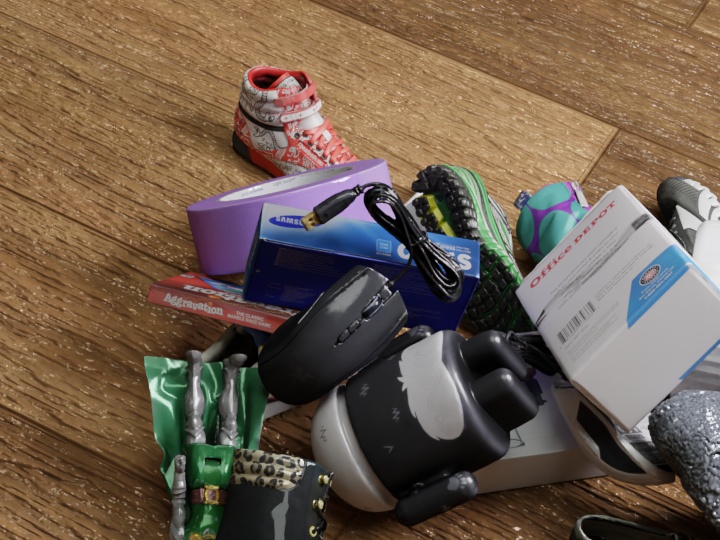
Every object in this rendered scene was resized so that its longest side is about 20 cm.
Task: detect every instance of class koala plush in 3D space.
[{"bbox_3d":[0.368,0.138,1.570,0.199,0.184,0.178,-38,20,8],"label":"koala plush"}]

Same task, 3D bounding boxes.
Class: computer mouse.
[{"bbox_3d":[-0.020,0.020,1.569,0.199,0.141,0.046,-35,12,3],"label":"computer mouse"},{"bbox_3d":[0.198,0.131,1.644,0.200,0.044,0.109,46,17,25],"label":"computer mouse"}]

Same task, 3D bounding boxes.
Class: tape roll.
[{"bbox_3d":[-0.064,-0.053,1.768,0.198,0.066,0.200,-14,7,2],"label":"tape roll"}]

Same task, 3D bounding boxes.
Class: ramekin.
[{"bbox_3d":[0.354,0.048,1.743,0.097,0.202,0.201,9,41,11],"label":"ramekin"}]

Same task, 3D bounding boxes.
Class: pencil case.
[{"bbox_3d":[0.237,-0.013,1.837,0.084,0.093,0.200,8,26,-38],"label":"pencil case"}]

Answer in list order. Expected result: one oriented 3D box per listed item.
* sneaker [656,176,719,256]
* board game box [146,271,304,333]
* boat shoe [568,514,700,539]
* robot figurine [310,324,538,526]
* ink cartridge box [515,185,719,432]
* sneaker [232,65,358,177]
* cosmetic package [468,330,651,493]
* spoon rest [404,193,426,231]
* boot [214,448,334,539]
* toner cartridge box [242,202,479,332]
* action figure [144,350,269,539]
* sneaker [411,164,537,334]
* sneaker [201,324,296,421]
[{"bbox_3d":[0.343,-0.026,1.914,0.089,0.067,0.201,-6,46,-21],"label":"sneaker"},{"bbox_3d":[-0.084,0.037,1.675,0.198,0.020,0.103,14,11,14],"label":"board game box"},{"bbox_3d":[0.273,0.263,1.582,0.198,0.064,0.071,15,42,4],"label":"boat shoe"},{"bbox_3d":[0.053,0.131,1.601,0.199,0.126,0.150,-28,11,15],"label":"robot figurine"},{"bbox_3d":[0.236,0.029,1.647,0.084,0.145,0.200,41,11,-22],"label":"ink cartridge box"},{"bbox_3d":[-0.051,-0.137,1.926,0.200,0.109,0.067,32,46,23],"label":"sneaker"},{"bbox_3d":[0.162,0.128,1.722,0.198,0.052,0.152,-6,47,-18],"label":"cosmetic package"},{"bbox_3d":[0.065,-0.042,1.880,0.098,0.061,0.201,17,41,5],"label":"spoon rest"},{"bbox_3d":[-0.032,0.236,1.497,0.201,0.074,0.155,12,73,7],"label":"boot"},{"bbox_3d":[0.000,0.000,1.639,0.198,0.095,0.044,10,52,-9],"label":"toner cartridge box"},{"bbox_3d":[-0.128,0.171,1.567,0.117,0.055,0.202,3,71,-11],"label":"action figure"},{"bbox_3d":[0.130,-0.018,1.821,0.085,0.078,0.202,-11,74,-49],"label":"sneaker"},{"bbox_3d":[-0.079,0.080,1.693,0.075,0.091,0.199,37,48,27],"label":"sneaker"}]
